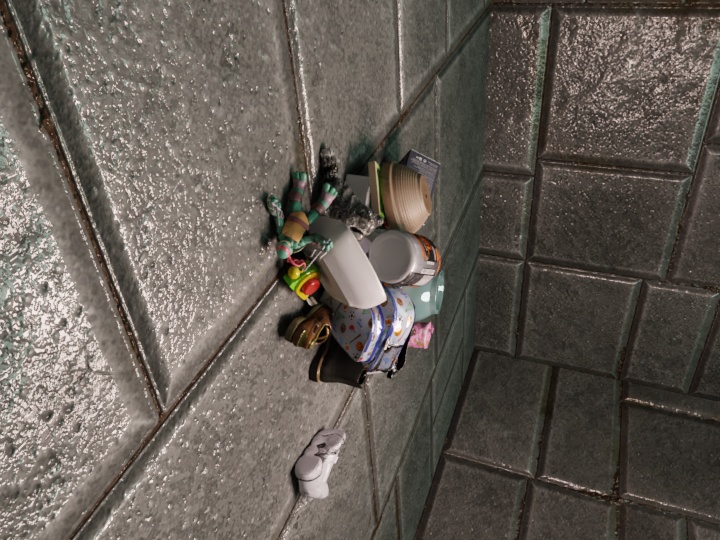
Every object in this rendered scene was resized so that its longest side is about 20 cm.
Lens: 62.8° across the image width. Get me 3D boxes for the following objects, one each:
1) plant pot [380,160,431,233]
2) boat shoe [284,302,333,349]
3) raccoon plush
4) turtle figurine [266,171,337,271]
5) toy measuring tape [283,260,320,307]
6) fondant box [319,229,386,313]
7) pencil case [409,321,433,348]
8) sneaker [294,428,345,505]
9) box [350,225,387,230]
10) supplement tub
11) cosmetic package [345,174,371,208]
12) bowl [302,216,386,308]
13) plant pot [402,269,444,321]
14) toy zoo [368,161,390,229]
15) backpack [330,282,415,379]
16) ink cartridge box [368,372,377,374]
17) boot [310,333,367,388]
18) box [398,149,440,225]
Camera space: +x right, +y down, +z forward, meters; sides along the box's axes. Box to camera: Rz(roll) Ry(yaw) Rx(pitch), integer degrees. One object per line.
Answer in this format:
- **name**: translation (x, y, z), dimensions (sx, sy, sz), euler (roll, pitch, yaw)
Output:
- **plant pot**: translation (0.124, -0.183, 1.493), dimensions (0.200, 0.090, 0.207), euler (-11, 90, -71)
- **boat shoe**: translation (-0.099, 0.131, 1.310), dimensions (0.073, 0.067, 0.200), euler (-66, 167, 21)
- **raccoon plush**: translation (-0.025, -0.165, 1.280), dimensions (0.096, 0.131, 0.205), euler (-38, 122, -52)
- **turtle figurine**: translation (-0.122, -0.092, 1.138), dimensions (0.100, 0.148, 0.203), euler (-35, -152, 51)
- **toy measuring tape**: translation (-0.108, 0.026, 1.264), dimensions (0.200, 0.072, 0.075), euler (56, 47, -68)
- **fondant box**: translation (0.000, 0.000, 1.429), dimensions (0.143, 0.058, 0.203), euler (-8, 130, -59)
- **pencil case**: translation (0.118, 0.181, 1.777), dimensions (0.083, 0.195, 0.089), euler (58, 44, -63)
- **sneaker**: translation (-0.101, 0.494, 1.494), dimensions (0.199, 0.073, 0.118), euler (-37, 134, -56)
- **box**: translation (-0.005, -0.074, 1.452), dimensions (0.137, 0.038, 0.200), euler (-45, 160, 6)
- **supplement tub**: translation (0.110, -0.025, 1.370), dimensions (0.199, 0.120, 0.126), euler (5, 94, -63)
- **cosmetic package**: translation (0.017, -0.167, 1.528), dimensions (0.199, 0.069, 0.104), euler (24, 76, -69)
- **bowl**: translation (-0.046, -0.007, 1.243), dimensions (0.074, 0.199, 0.203), euler (-36, 113, -15)
- **plant pot**: translation (0.161, 0.052, 1.641), dimensions (0.200, 0.131, 0.207), euler (7, 90, -73)
- **toy zoo**: translation (0.062, -0.179, 1.492), dimensions (0.200, 0.020, 0.135), euler (30, 54, -69)
- **backpack**: translation (0.030, 0.116, 1.373), dimensions (0.152, 0.199, 0.193), euler (14, 111, -51)
- **ink cartridge box**: translation (0.032, 0.142, 1.594), dimensions (0.202, 0.081, 0.179), euler (-93, 177, -54)
- **boot**: translation (-0.027, 0.205, 1.473), dimensions (0.078, 0.135, 0.203), euler (76, 29, -47)
- **box**: translation (0.136, -0.214, 1.701), dimensions (0.148, 0.105, 0.205), euler (141, -32, -65)
